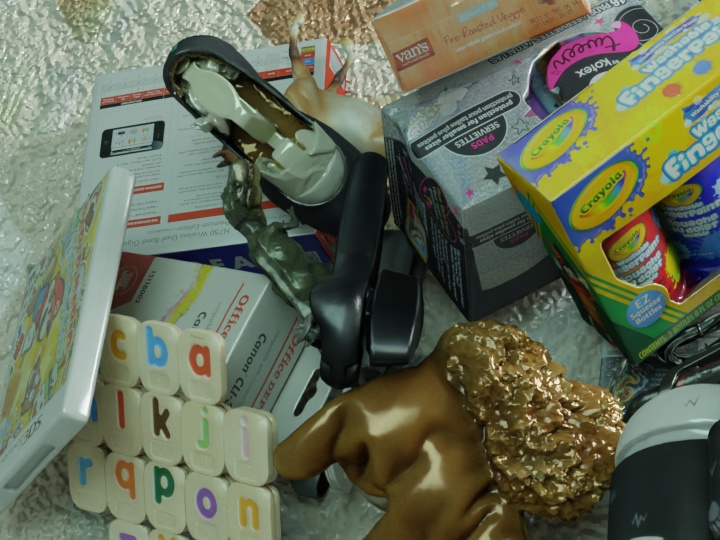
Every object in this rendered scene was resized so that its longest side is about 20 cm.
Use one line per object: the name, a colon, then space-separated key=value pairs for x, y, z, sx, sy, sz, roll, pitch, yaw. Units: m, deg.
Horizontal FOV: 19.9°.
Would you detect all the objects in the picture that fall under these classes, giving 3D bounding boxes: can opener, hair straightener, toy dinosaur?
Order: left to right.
toy dinosaur: x=-0.026 y=0.008 z=1.405 sx=0.200 sy=0.088 sz=0.048 roll=56 pitch=132 yaw=25
can opener: x=-0.002 y=0.064 z=1.449 sx=0.066 sy=0.053 sz=0.201 roll=7 pitch=63 yaw=23
can opener: x=0.000 y=0.000 z=1.357 sx=0.078 sy=0.064 sz=0.200 roll=10 pitch=39 yaw=-6
hair straightener: x=0.252 y=0.046 z=1.357 sx=0.199 sy=0.041 sz=0.077 roll=-28 pitch=33 yaw=9

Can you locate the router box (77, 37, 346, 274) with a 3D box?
router box: x=-0.116 y=-0.080 z=1.580 sx=0.199 sy=0.049 sz=0.180 roll=-7 pitch=58 yaw=17

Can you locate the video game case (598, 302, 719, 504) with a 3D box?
video game case: x=0.257 y=0.070 z=1.368 sx=0.199 sy=0.023 sz=0.182 roll=-2 pitch=59 yaw=19

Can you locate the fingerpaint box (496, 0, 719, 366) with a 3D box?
fingerpaint box: x=0.212 y=-0.063 z=1.335 sx=0.200 sy=0.167 sz=0.073 roll=-37 pitch=40 yaw=-6

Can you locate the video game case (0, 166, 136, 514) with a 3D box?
video game case: x=-0.216 y=0.051 z=1.455 sx=0.023 sy=0.182 sz=0.201 roll=20 pitch=56 yaw=-20

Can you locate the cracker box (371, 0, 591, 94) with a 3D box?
cracker box: x=0.087 y=-0.181 z=1.404 sx=0.134 sy=0.200 sz=0.058 roll=-22 pitch=98 yaw=11

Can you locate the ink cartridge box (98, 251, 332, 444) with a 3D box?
ink cartridge box: x=-0.110 y=0.060 z=1.455 sx=0.199 sy=0.068 sz=0.117 roll=8 pitch=63 yaw=40

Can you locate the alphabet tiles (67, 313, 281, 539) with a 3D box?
alphabet tiles: x=-0.130 y=0.130 z=1.395 sx=0.200 sy=0.015 sz=0.196 roll=8 pitch=106 yaw=41

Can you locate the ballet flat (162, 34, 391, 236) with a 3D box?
ballet flat: x=-0.064 y=-0.093 z=1.454 sx=0.200 sy=0.073 sz=0.073 roll=42 pitch=79 yaw=8

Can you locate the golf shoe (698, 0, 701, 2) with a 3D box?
golf shoe: x=0.289 y=-0.181 z=1.488 sx=0.094 sy=0.078 sz=0.201 roll=11 pitch=65 yaw=7

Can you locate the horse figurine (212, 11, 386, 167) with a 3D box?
horse figurine: x=0.005 y=-0.115 z=1.514 sx=0.199 sy=0.050 sz=0.133 roll=15 pitch=59 yaw=6

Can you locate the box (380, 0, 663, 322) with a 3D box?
box: x=0.130 y=-0.079 z=1.415 sx=0.200 sy=0.132 sz=0.115 roll=-27 pitch=55 yaw=-14

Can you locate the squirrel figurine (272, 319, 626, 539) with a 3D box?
squirrel figurine: x=0.082 y=0.142 z=1.310 sx=0.200 sy=0.141 sz=0.187 roll=-41 pitch=61 yaw=12

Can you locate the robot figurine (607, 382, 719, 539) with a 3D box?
robot figurine: x=0.211 y=0.166 z=1.231 sx=0.150 sy=0.125 sz=0.201 roll=-30 pitch=42 yaw=45
